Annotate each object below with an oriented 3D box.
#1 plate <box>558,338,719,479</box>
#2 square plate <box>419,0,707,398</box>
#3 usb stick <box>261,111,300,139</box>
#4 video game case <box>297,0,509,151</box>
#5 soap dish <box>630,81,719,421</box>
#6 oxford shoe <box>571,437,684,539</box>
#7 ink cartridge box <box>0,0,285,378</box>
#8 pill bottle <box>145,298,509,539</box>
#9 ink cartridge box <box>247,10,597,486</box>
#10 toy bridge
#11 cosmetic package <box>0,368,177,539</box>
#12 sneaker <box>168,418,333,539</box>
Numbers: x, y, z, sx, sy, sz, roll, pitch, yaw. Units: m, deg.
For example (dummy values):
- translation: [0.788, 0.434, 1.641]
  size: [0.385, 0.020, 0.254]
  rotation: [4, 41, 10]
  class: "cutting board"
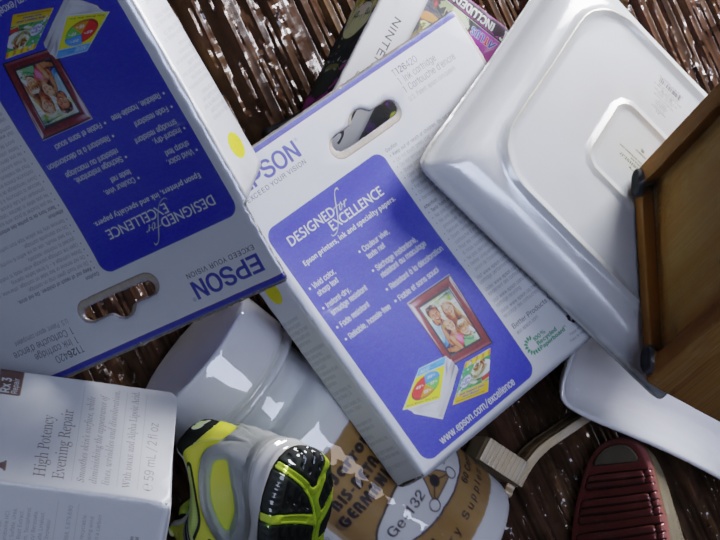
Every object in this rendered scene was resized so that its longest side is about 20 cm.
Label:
- translation: [0.215, 0.022, 1.441]
  size: [0.200, 0.032, 0.200]
  rotation: [26, 76, -32]
  class: "plate"
- translation: [0.151, -0.061, 1.342]
  size: [0.200, 0.028, 0.198]
  rotation: [44, 55, -13]
  class: "square plate"
- translation: [0.000, 0.000, 1.373]
  size: [0.055, 0.033, 0.200]
  rotation: [-26, 98, -17]
  class: "usb stick"
- translation: [0.055, -0.061, 1.372]
  size: [0.200, 0.036, 0.181]
  rotation: [36, 68, -23]
  class: "video game case"
- translation: [0.211, -0.022, 1.237]
  size: [0.081, 0.200, 0.158]
  rotation: [5, 69, -13]
  class: "soap dish"
- translation: [0.181, 0.201, 1.434]
  size: [0.075, 0.070, 0.200]
  rotation: [-5, 89, -49]
  class: "oxford shoe"
- translation: [-0.157, -0.054, 1.228]
  size: [0.200, 0.197, 0.047]
  rotation: [60, 30, -12]
  class: "ink cartridge box"
- translation: [-0.022, 0.108, 1.316]
  size: [0.200, 0.114, 0.114]
  rotation: [41, 75, -16]
  class: "pill bottle"
- translation: [0.036, -0.014, 1.299]
  size: [0.198, 0.047, 0.200]
  rotation: [-36, 91, -32]
  class: "ink cartridge box"
- translation: [0.134, 0.051, 1.427]
  size: [0.067, 0.027, 0.200]
  rotation: [33, 76, -19]
  class: "toy bridge"
- translation: [-0.200, 0.105, 1.215]
  size: [0.200, 0.102, 0.074]
  rotation: [9, 122, -8]
  class: "cosmetic package"
- translation: [-0.061, 0.156, 1.258]
  size: [0.075, 0.076, 0.200]
  rotation: [-37, 145, -42]
  class: "sneaker"
